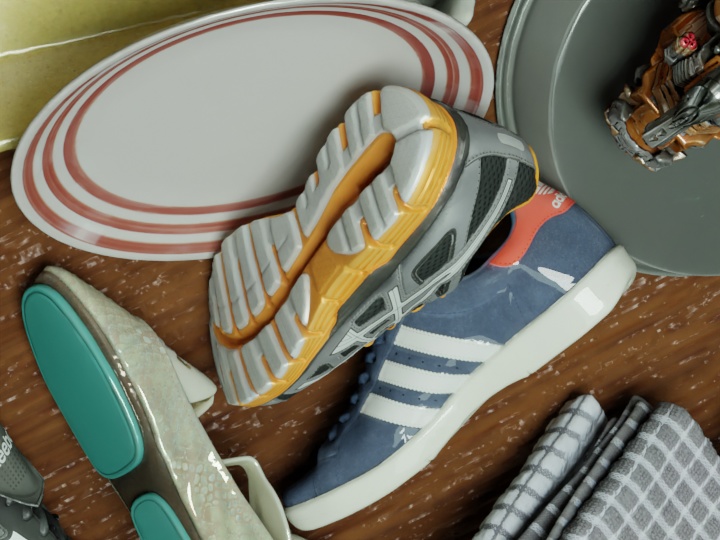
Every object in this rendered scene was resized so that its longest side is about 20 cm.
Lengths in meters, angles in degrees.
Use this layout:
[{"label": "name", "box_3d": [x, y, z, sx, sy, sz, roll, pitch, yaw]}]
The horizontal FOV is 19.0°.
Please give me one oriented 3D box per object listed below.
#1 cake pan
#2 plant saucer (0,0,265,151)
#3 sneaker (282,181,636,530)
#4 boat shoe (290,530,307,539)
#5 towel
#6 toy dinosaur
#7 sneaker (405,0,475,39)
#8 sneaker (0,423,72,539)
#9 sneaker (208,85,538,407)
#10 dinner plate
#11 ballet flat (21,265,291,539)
[{"label": "cake pan", "box_3d": [0.161, -0.084, 0.959, 0.200, 0.037, 0.200, -5, 113, -11]}, {"label": "plant saucer", "box_3d": [-0.133, -0.153, 0.853, 0.200, 0.048, 0.200, -14, 115, -8]}, {"label": "sneaker", "box_3d": [0.026, 0.033, 0.965, 0.200, 0.075, 0.085, -42, 88, 16]}, {"label": "boat shoe", "box_3d": [-0.068, 0.212, 1.001, 0.065, 0.072, 0.200, 29, 100, 10]}, {"label": "towel", "box_3d": [0.135, 0.176, 1.003, 0.166, 0.086, 0.200, -51, 118, -27]}, {"label": "toy dinosaur", "box_3d": [0.178, -0.099, 0.841, 0.136, 0.200, 0.102, -42, 113, -33]}, {"label": "sneaker", "box_3d": [0.029, -0.193, 0.858, 0.076, 0.081, 0.200, -7, 112, -9]}, {"label": "sneaker", "box_3d": [-0.165, 0.110, 0.945, 0.200, 0.066, 0.091, 26, 106, -20]}, {"label": "sneaker", "box_3d": [0.000, 0.000, 0.906, 0.077, 0.078, 0.200, 4, 148, -35]}, {"label": "dinner plate", "box_3d": [-0.044, -0.060, 0.873, 0.200, 0.024, 0.200, -12, 156, -5]}, {"label": "ballet flat", "box_3d": [-0.081, 0.082, 0.945, 0.062, 0.067, 0.200, -28, 92, -37]}]
